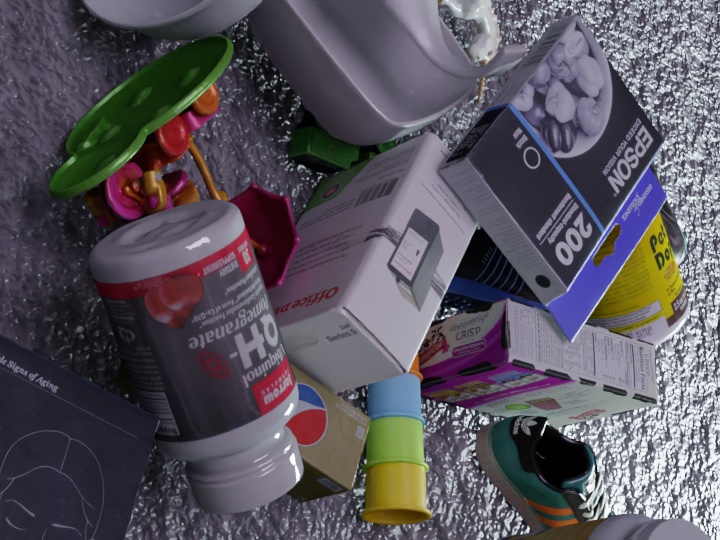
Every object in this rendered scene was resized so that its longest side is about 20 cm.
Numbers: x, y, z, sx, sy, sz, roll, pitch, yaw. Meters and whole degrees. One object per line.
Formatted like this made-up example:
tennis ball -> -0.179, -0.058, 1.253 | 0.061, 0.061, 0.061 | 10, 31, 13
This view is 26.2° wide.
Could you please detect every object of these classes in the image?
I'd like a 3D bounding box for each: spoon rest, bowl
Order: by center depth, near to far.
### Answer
bowl -> -0.125, -0.259, 1.232 | 0.090, 0.199, 0.203 | 40, 49, -52
bowl -> -0.007, -0.196, 1.347 | 0.200, 0.075, 0.199 | 51, 35, 4
spoon rest -> 0.055, -0.234, 1.351 | 0.200, 0.061, 0.099 | 47, 31, 20

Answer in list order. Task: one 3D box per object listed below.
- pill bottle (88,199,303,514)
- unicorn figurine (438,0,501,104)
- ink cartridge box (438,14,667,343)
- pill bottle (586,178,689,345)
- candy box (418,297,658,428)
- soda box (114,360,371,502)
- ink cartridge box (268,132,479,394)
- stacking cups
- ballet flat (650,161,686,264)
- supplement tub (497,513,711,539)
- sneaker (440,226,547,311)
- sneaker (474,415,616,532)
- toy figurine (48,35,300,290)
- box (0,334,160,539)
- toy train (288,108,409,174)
pill bottle -> -0.107, 0.062, 1.077 | 0.110, 0.110, 0.202 | -35, 115, -44
unicorn figurine -> 0.081, -0.270, 1.472 | 0.201, 0.073, 0.137 | 61, 14, 7
ink cartridge box -> 0.181, -0.078, 1.315 | 0.200, 0.043, 0.199 | 51, 56, -20
pill bottle -> 0.230, -0.030, 1.450 | 0.109, 0.109, 0.201 | -46, 121, -42
candy box -> 0.152, 0.087, 1.382 | 0.199, 0.136, 0.062 | 18, 64, -38
soda box -> -0.089, 0.101, 1.204 | 0.200, 0.064, 0.068 | 37, 53, -28
ink cartridge box -> 0.000, 0.000, 1.265 | 0.084, 0.145, 0.201 | 46, 50, -23
stacking cups -> 0.033, 0.111, 1.315 | 0.060, 0.060, 0.202 | 19, 63, -37
ballet flat -> 0.280, -0.087, 1.615 | 0.068, 0.068, 0.201 | -30, 96, -36
supplement tub -> 0.198, 0.285, 1.308 | 0.144, 0.199, 0.146 | 17, 64, -37
sneaker -> 0.120, 0.001, 1.430 | 0.199, 0.070, 0.079 | 16, 69, -38
sneaker -> 0.193, 0.207, 1.414 | 0.200, 0.080, 0.072 | 45, 50, -22
toy figurine -> -0.124, -0.047, 1.178 | 0.185, 0.149, 0.201 | 57, 37, -24
box -> -0.259, 0.152, 0.986 | 0.199, 0.123, 0.198 | 33, 57, -30
toy train -> 0.018, -0.094, 1.392 | 0.199, 0.042, 0.057 | 20, 72, -37
